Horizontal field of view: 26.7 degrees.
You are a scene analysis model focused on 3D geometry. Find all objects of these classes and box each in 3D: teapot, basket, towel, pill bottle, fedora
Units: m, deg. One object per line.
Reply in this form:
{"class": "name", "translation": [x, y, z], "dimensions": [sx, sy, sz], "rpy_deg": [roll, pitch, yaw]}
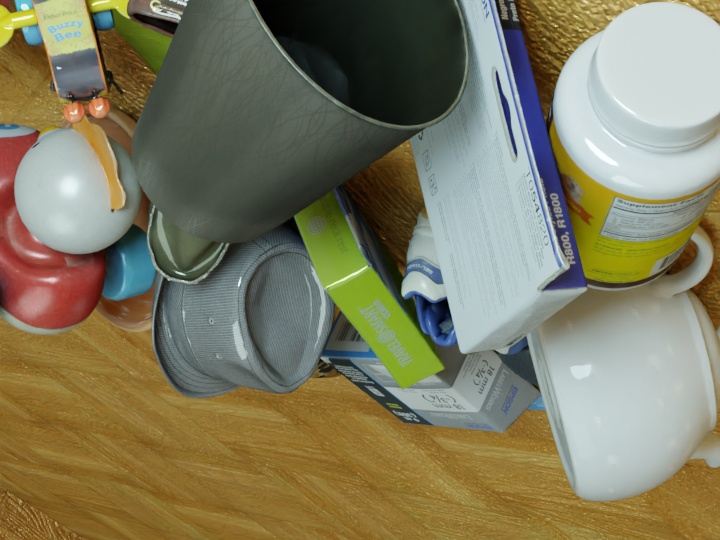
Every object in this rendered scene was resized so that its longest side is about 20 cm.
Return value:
{"class": "teapot", "translation": [0.206, 0.067, 1.122], "dimensions": [0.146, 0.198, 0.200], "rpy_deg": [-15, 175, 3]}
{"class": "basket", "translation": [-0.050, -0.112, 0.897], "dimensions": [0.200, 0.136, 0.181], "rpy_deg": [-43, 69, 51]}
{"class": "towel", "translation": [-0.131, -0.152, 1.149], "dimensions": [0.086, 0.018, 0.200], "rpy_deg": [7, 152, 36]}
{"class": "pill bottle", "translation": [0.161, -0.071, 0.892], "dimensions": [0.109, 0.109, 0.200], "rpy_deg": [22, 158, 8]}
{"class": "fedora", "translation": [-0.082, 0.034, 1.258], "dimensions": [0.090, 0.177, 0.201], "rpy_deg": [30, 133, 42]}

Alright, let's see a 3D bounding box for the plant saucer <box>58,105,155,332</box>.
{"class": "plant saucer", "translation": [-0.204, -0.047, 1.312], "dimensions": [0.200, 0.037, 0.201], "rpy_deg": [24, 123, 44]}

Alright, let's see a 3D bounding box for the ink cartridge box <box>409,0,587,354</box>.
{"class": "ink cartridge box", "translation": [0.080, -0.068, 0.895], "dimensions": [0.040, 0.200, 0.200], "rpy_deg": [-9, 167, -14]}

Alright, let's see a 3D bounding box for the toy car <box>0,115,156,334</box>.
{"class": "toy car", "translation": [-0.235, -0.065, 1.169], "dimensions": [0.200, 0.184, 0.177], "rpy_deg": [-43, 69, 44]}

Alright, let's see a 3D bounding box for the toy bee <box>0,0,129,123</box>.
{"class": "toy bee", "translation": [-0.191, -0.162, 1.039], "dimensions": [0.131, 0.109, 0.200], "rpy_deg": [-26, 141, 11]}

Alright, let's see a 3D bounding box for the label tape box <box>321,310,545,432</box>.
{"class": "label tape box", "translation": [0.080, 0.110, 1.466], "dimensions": [0.200, 0.063, 0.144], "rpy_deg": [40, 155, -32]}

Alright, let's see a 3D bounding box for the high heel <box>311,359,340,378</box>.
{"class": "high heel", "translation": [-0.055, 0.098, 1.481], "dimensions": [0.200, 0.071, 0.143], "rpy_deg": [35, -167, -47]}

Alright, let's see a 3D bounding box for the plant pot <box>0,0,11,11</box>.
{"class": "plant pot", "translation": [-0.361, -0.186, 1.108], "dimensions": [0.201, 0.201, 0.195], "rpy_deg": [36, 148, -25]}

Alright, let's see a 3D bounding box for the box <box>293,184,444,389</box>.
{"class": "box", "translation": [0.000, 0.000, 1.231], "dimensions": [0.048, 0.122, 0.200], "rpy_deg": [-28, 143, 6]}

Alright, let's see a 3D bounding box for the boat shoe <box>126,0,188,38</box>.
{"class": "boat shoe", "translation": [-0.061, -0.147, 1.015], "dimensions": [0.200, 0.070, 0.070], "rpy_deg": [28, 158, -10]}

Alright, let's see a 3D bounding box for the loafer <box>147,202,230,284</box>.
{"class": "loafer", "translation": [-0.117, -0.067, 1.126], "dimensions": [0.075, 0.070, 0.200], "rpy_deg": [20, 122, -3]}

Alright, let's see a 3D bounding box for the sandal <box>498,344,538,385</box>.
{"class": "sandal", "translation": [0.187, 0.070, 1.302], "dimensions": [0.076, 0.043, 0.200], "rpy_deg": [43, 163, -24]}

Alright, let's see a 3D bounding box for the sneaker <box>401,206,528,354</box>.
{"class": "sneaker", "translation": [0.082, 0.030, 1.246], "dimensions": [0.075, 0.088, 0.200], "rpy_deg": [8, 154, 33]}
